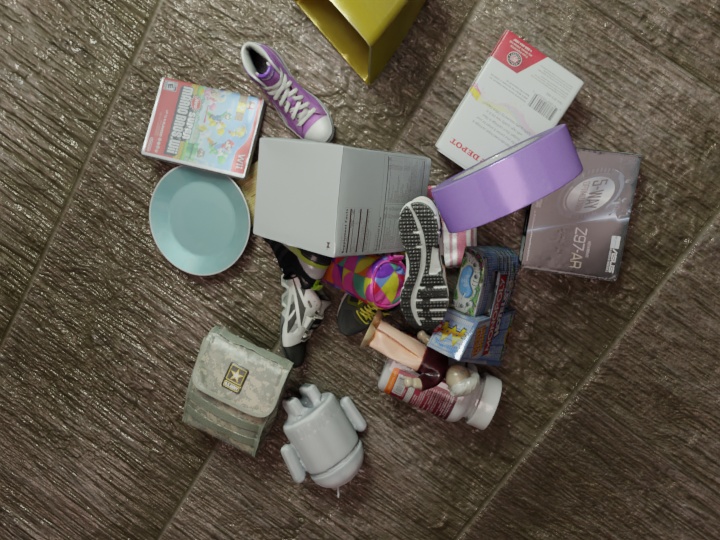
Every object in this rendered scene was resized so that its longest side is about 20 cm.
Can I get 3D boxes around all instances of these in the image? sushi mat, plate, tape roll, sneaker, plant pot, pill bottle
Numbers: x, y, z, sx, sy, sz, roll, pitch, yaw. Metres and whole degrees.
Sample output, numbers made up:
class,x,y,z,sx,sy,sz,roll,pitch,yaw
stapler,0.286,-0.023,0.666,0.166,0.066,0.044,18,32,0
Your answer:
class,x,y,z,sx,sy,sz,roll,pitch,yaw
sushi mat,-0.203,-0.133,1.003,0.197,0.012,0.097,-28,96,13
plate,-0.290,-0.093,1.006,0.194,0.026,0.206,2,101,9
tape roll,0.198,-0.125,0.758,0.197,0.200,0.067,-26,96,13
sneaker,0.097,-0.011,0.803,0.072,0.080,0.205,4,113,14
sneaker,-0.128,-0.028,0.938,0.199,0.071,0.085,34,109,42
sneaker,0.026,0.049,0.950,0.074,0.085,0.200,39,113,-14
sneaker,-0.126,-0.289,0.912,0.072,0.114,0.201,-42,93,12
plant pot,0.010,-0.440,0.829,0.176,0.200,0.200,-43,92,3
sneaker,-0.097,0.080,0.994,0.086,0.074,0.206,3,101,10
pill bottle,0.137,0.193,0.959,0.196,0.110,0.112,23,103,4

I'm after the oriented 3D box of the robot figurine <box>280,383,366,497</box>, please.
class,x,y,z,sx,sy,sz,roll,pitch,yaw
robot figurine,-0.067,0.309,1.010,0.168,0.113,0.203,-33,95,-20

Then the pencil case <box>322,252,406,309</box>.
class,x,y,z,sx,sy,sz,roll,pitch,yaw
pencil case,0.000,0.000,0.899,0.087,0.198,0.091,-8,106,-33

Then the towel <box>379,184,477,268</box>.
class,x,y,z,sx,sy,sz,roll,pitch,yaw
towel,0.105,-0.072,0.957,0.194,0.030,0.151,-3,100,10

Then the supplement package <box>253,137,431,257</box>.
class,x,y,z,sx,sy,sz,roll,pitch,yaw
supplement package,-0.029,-0.115,0.847,0.188,0.197,0.151,16,105,40

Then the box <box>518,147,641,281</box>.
class,x,y,z,sx,sy,sz,roll,pitch,yaw
box,0.354,-0.095,0.904,0.156,0.044,0.206,9,101,8

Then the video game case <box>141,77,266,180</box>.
class,x,y,z,sx,sy,sz,roll,pitch,yaw
video game case,-0.276,-0.251,0.971,0.195,0.017,0.147,13,85,6

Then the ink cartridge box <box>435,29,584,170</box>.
class,x,y,z,sx,sy,sz,roll,pitch,yaw
ink cartridge box,0.228,-0.244,0.877,0.144,0.083,0.202,33,104,0

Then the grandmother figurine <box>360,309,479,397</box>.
class,x,y,z,sx,sy,sz,roll,pitch,yaw
grandmother figurine,0.098,0.141,0.879,0.197,0.122,0.061,27,141,3

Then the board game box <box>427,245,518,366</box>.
class,x,y,z,sx,sy,sz,roll,pitch,yaw
board game box,0.188,0.067,0.880,0.061,0.198,0.205,20,105,33

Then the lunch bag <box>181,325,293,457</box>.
class,x,y,z,sx,sy,sz,roll,pitch,yaw
lunch bag,-0.219,0.211,0.994,0.161,0.118,0.203,24,122,4
